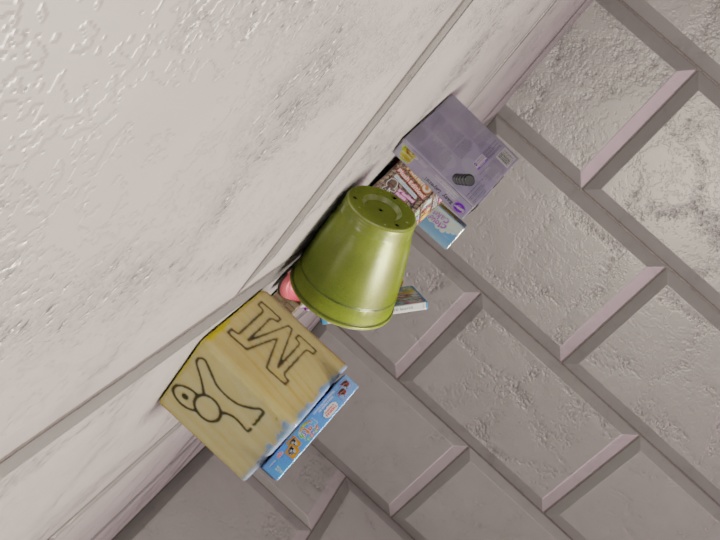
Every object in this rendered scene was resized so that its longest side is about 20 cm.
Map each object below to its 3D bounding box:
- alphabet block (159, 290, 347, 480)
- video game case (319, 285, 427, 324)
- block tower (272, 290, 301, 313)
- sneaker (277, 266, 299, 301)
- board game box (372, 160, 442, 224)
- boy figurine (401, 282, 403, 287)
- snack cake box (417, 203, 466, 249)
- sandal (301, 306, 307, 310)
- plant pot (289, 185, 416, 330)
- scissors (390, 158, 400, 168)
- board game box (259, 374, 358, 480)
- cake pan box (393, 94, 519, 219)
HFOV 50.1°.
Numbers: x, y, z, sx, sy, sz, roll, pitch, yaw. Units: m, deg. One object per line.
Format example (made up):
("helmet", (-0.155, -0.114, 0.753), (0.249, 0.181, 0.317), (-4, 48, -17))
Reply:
("alphabet block", (-0.180, 0.191, 1.304), (0.195, 0.200, 0.196), (-49, 177, 34))
("video game case", (0.017, 0.064, 1.480), (0.199, 0.018, 0.143), (-8, -168, -6))
("block tower", (-0.139, 0.053, 1.530), (0.200, 0.058, 0.054), (-46, 177, -26))
("sneaker", (-0.054, 0.028, 1.439), (0.087, 0.199, 0.074), (42, -50, 55))
("board game box", (0.083, -0.140, 1.558), (0.200, 0.097, 0.159), (-43, 172, -4))
("boy figurine", (0.000, 0.000, 1.545), (0.125, 0.200, 0.064), (-60, -146, 9))
("snack cake box", (0.146, -0.141, 1.762), (0.067, 0.200, 0.115), (-49, 177, 10))
("sandal", (-0.115, 0.076, 1.950), (0.082, 0.050, 0.203), (-11, -171, 14))
("plant pot", (0.002, -0.035, 1.338), (0.200, 0.200, 0.193), (-44, 164, -54))
("scissors", (0.105, -0.244, 1.623), (0.073, 0.014, 0.200), (-51, 175, 16))
("board game box", (-0.090, 0.268, 1.312), (0.200, 0.037, 0.151), (-48, 177, -16))
("cake pan box", (0.185, -0.220, 1.456), (0.200, 0.184, 0.052), (-47, -178, -37))
